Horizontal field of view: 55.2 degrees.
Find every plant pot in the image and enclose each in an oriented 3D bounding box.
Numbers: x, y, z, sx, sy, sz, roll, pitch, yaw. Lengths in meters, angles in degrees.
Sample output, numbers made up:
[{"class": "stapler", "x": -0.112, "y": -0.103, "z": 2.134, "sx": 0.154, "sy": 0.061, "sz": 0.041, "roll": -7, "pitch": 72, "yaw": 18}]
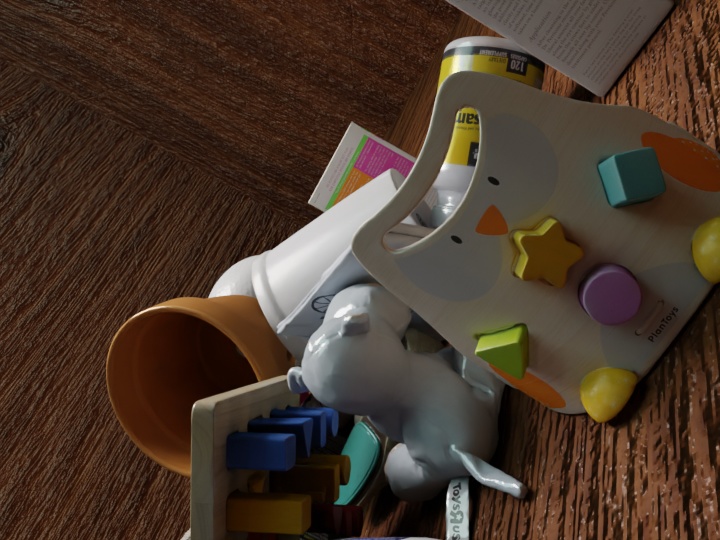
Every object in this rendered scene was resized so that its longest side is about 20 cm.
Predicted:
[{"class": "plant pot", "x": -0.164, "y": 0.114, "z": 0.787, "sx": 0.201, "sy": 0.200, "sz": 0.140, "roll": -58, "pitch": -7, "yaw": 24}]

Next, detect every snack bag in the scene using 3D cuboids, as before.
[{"class": "snack bag", "x": 0.043, "y": 0.022, "z": 0.626, "sx": 0.200, "sy": 0.188, "sz": 0.022, "roll": -47, "pitch": 43, "yaw": 51}]

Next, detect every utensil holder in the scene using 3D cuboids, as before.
[{"class": "utensil holder", "x": 0.000, "y": 0.000, "z": 0.812, "sx": 0.200, "sy": 0.170, "sz": 0.170, "roll": -35, "pitch": 16, "yaw": 16}]

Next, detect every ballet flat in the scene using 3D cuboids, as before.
[{"class": "ballet flat", "x": 0.032, "y": 0.153, "z": 0.676, "sx": 0.067, "sy": 0.062, "sz": 0.201, "roll": 46, "pitch": 119, "yaw": 60}]

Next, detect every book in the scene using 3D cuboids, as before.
[{"class": "book", "x": 0.042, "y": -0.108, "z": 1.001, "sx": 0.134, "sy": 0.199, "sz": 0.048, "roll": -60, "pitch": 8, "yaw": 3}]

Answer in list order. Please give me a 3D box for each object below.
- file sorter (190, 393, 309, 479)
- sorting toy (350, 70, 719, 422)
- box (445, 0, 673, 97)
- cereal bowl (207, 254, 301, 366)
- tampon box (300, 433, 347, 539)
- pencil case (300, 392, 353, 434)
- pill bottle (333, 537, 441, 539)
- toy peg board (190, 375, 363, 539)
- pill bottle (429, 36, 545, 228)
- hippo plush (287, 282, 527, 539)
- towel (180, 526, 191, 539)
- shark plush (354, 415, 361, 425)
[{"class": "file sorter", "x": -0.148, "y": 0.258, "z": 1.021, "sx": 0.125, "sy": 0.139, "sz": 0.200, "roll": -22, "pitch": 22, "yaw": 16}, {"class": "sorting toy", "x": 0.097, "y": -0.019, "z": 0.405, "sx": 0.201, "sy": 0.179, "sz": 0.107, "roll": -60, "pitch": 8, "yaw": 16}, {"class": "box", "x": 0.187, "y": -0.290, "z": 0.696, "sx": 0.107, "sy": 0.199, "sz": 0.153, "roll": -56, "pitch": 8, "yaw": 33}, {"class": "cereal bowl", "x": -0.109, "y": 0.079, "z": 0.932, "sx": 0.083, "sy": 0.200, "sz": 0.201, "roll": 2, "pitch": 59, "yaw": 47}, {"class": "tampon box", "x": -0.096, "y": 0.286, "z": 0.793, "sx": 0.150, "sy": 0.126, "sz": 0.200, "roll": -57, "pitch": 8, "yaw": 27}, {"class": "pencil case", "x": -0.026, "y": 0.163, "z": 0.949, "sx": 0.200, "sy": 0.078, "sz": 0.090, "roll": -57, "pitch": 7, "yaw": 30}, {"class": "pill bottle", "x": 0.020, "y": 0.203, "z": 0.367, "sx": 0.116, "sy": 0.115, "sz": 0.200, "roll": -65, "pitch": 8, "yaw": -28}, {"class": "toy peg board", "x": -0.048, "y": 0.194, "z": 0.549, "sx": 0.200, "sy": 0.097, "sz": 0.200, "roll": 15, "pitch": -105, "yaw": -78}, {"class": "pill bottle", "x": 0.131, "y": -0.141, "z": 0.754, "sx": 0.112, "sy": 0.111, "sz": 0.201, "roll": -144, "pitch": 62, "yaw": -82}, {"class": "hippo plush", "x": 0.020, "y": 0.102, "z": 0.549, "sx": 0.160, "sy": 0.160, "sz": 0.200, "roll": -56, "pitch": 9, "yaw": 34}, {"class": "towel", "x": -0.179, "y": 0.385, "z": 0.963, "sx": 0.200, "sy": 0.132, "sz": 0.035, "roll": -56, "pitch": 11, "yaw": 40}, {"class": "shark plush", "x": 0.063, "y": 0.108, "z": 0.758, "sx": 0.200, "sy": 0.091, "sz": 0.083, "roll": -42, "pitch": 25, "yaw": -9}]
